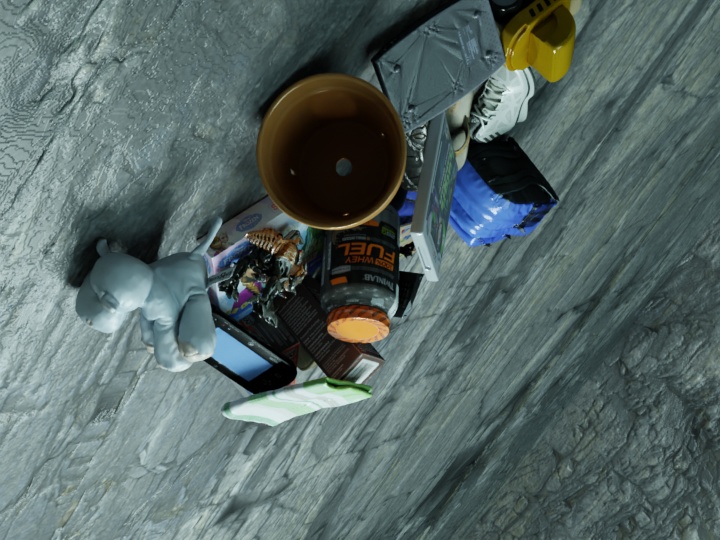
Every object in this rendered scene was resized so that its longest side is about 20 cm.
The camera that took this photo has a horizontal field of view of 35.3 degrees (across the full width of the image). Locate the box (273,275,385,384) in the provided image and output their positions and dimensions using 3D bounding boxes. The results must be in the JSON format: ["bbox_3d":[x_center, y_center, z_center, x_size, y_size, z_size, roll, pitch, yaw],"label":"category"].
[{"bbox_3d":[-0.060,0.094,1.815,0.075,0.200,0.100,-44,155,10],"label":"box"}]

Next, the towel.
[{"bbox_3d":[-0.098,0.205,1.759,0.198,0.031,0.149,-17,162,28],"label":"towel"}]

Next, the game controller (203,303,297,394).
[{"bbox_3d":[-0.190,0.121,1.707,0.104,0.199,0.043,-26,-144,43],"label":"game controller"}]

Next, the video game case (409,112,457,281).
[{"bbox_3d":[0.114,-0.110,1.712,0.182,0.023,0.203,64,34,-65],"label":"video game case"}]

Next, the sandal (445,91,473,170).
[{"bbox_3d":[0.145,-0.219,1.793,0.079,0.055,0.201,-10,143,-13],"label":"sandal"}]

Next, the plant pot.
[{"bbox_3d":[-0.031,-0.150,1.520,0.200,0.200,0.140,-45,173,2],"label":"plant pot"}]

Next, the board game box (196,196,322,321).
[{"bbox_3d":[-0.144,-0.025,1.689,0.199,0.041,0.201,-35,153,-21],"label":"board game box"}]

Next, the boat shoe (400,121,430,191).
[{"bbox_3d":[0.078,-0.211,1.722,0.201,0.074,0.074,81,23,-48],"label":"boat shoe"}]

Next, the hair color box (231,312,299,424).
[{"bbox_3d":[-0.160,0.150,1.855,0.063,0.111,0.201,-28,150,-27],"label":"hair color box"}]

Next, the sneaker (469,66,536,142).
[{"bbox_3d":[0.218,-0.269,1.827,0.115,0.076,0.201,-40,158,-13],"label":"sneaker"}]

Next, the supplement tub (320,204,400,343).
[{"bbox_3d":[0.000,0.000,1.739,0.120,0.203,0.123,1,154,1],"label":"supplement tub"}]

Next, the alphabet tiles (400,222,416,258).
[{"bbox_3d":[0.053,-0.038,1.963,0.199,0.008,0.167,-19,159,-43],"label":"alphabet tiles"}]

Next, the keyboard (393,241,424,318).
[{"bbox_3d":[0.031,0.007,1.814,0.020,0.199,0.129,29,76,-35],"label":"keyboard"}]

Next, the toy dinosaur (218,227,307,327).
[{"bbox_3d":[-0.134,-0.010,1.607,0.137,0.102,0.200,-55,138,-11],"label":"toy dinosaur"}]

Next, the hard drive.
[{"bbox_3d":[0.109,-0.299,1.597,0.199,0.042,0.136,-36,127,-16],"label":"hard drive"}]

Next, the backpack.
[{"bbox_3d":[0.223,-0.124,1.959,0.199,0.163,0.168,-6,139,-55],"label":"backpack"}]

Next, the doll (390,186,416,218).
[{"bbox_3d":[0.047,-0.116,1.836,0.137,0.048,0.199,-54,154,17],"label":"doll"}]

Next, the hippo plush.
[{"bbox_3d":[-0.274,0.044,1.457,0.159,0.161,0.200,4,148,-44],"label":"hippo plush"}]

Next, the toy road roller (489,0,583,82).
[{"bbox_3d":[0.281,-0.372,1.680,0.199,0.146,0.123,-37,155,-15],"label":"toy road roller"}]

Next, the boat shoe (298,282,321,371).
[{"bbox_3d":[-0.061,0.098,1.963,0.067,0.072,0.201,-16,146,-38],"label":"boat shoe"}]
